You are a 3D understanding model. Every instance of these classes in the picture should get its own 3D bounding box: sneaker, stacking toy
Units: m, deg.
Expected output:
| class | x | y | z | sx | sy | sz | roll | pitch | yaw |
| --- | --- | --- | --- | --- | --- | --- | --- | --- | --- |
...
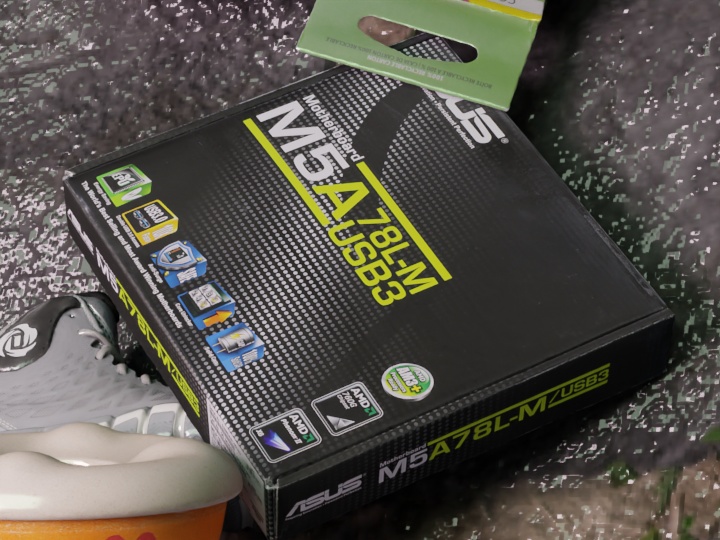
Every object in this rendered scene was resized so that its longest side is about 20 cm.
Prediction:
| class | x | y | z | sx | sy | sz | roll | pitch | yaw |
| --- | --- | --- | --- | --- | --- | --- | --- | --- | --- |
| sneaker | -0.093 | 0.052 | 1.109 | 0.199 | 0.075 | 0.116 | -2 | 47 | 0 |
| stacking toy | -0.118 | 0.164 | 0.983 | 0.146 | 0.146 | 0.201 | 1 | 93 | 25 |

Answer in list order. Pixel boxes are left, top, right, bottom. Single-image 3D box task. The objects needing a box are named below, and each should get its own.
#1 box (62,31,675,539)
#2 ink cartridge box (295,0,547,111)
| class | x | y | z | sx | sy | sz | roll | pitch | yaw |
| --- | --- | --- | --- | --- | --- | --- | --- | --- | --- |
| box | 0.000 | 0.000 | 1.076 | 0.193 | 0.048 | 0.200 | -23 | 53 | -18 |
| ink cartridge box | 0.049 | -0.179 | 1.145 | 0.104 | 0.059 | 0.200 | 17 | 60 | 6 |
